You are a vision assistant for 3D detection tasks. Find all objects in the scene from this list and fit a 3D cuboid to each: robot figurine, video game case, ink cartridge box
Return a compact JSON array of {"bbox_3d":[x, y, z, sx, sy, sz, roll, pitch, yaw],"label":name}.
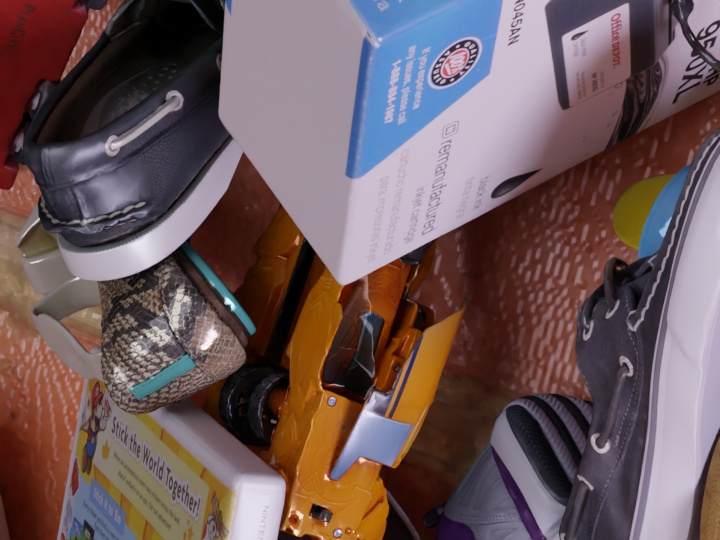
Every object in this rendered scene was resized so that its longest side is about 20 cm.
[{"bbox_3d":[0.000,0.000,0.992,0.145,0.058,0.200,11,79,63],"label":"robot figurine"},{"bbox_3d":[-0.082,0.138,0.999,0.200,0.023,0.182,-150,69,-67],"label":"video game case"},{"bbox_3d":[0.060,-0.101,0.874,0.084,0.200,0.145,54,159,23],"label":"ink cartridge box"}]

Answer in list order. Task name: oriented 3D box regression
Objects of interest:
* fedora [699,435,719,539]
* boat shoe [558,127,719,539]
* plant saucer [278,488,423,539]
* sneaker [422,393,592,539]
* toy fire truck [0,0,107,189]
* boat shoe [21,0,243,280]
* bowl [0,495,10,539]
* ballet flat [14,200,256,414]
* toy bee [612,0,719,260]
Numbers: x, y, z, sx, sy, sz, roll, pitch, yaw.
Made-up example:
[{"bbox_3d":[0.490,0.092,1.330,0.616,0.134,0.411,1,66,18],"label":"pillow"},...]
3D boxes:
[{"bbox_3d":[0.208,0.077,0.840,0.200,0.082,0.201,2,100,11],"label":"fedora"},{"bbox_3d":[0.098,0.029,0.859,0.066,0.070,0.200,29,139,27],"label":"boat shoe"},{"bbox_3d":[-0.036,0.159,1.061,0.200,0.032,0.201,-2,86,35],"label":"plant saucer"},{"bbox_3d":[0.090,0.145,0.957,0.088,0.074,0.200,-50,51,37],"label":"sneaker"},{"bbox_3d":[-0.145,-0.113,1.067,0.200,0.049,0.141,121,153,-44],"label":"toy fire truck"},{"bbox_3d":[-0.062,-0.081,0.999,0.075,0.200,0.060,-5,128,26],"label":"boat shoe"},{"bbox_3d":[-0.221,0.158,1.168,0.199,0.075,0.200,-18,79,34],"label":"bowl"},{"bbox_3d":[-0.096,-0.004,1.031,0.075,0.068,0.200,-35,29,2],"label":"ballet flat"},{"bbox_3d":[0.155,-0.017,0.901,0.131,0.109,0.200,44,137,19],"label":"toy bee"}]
